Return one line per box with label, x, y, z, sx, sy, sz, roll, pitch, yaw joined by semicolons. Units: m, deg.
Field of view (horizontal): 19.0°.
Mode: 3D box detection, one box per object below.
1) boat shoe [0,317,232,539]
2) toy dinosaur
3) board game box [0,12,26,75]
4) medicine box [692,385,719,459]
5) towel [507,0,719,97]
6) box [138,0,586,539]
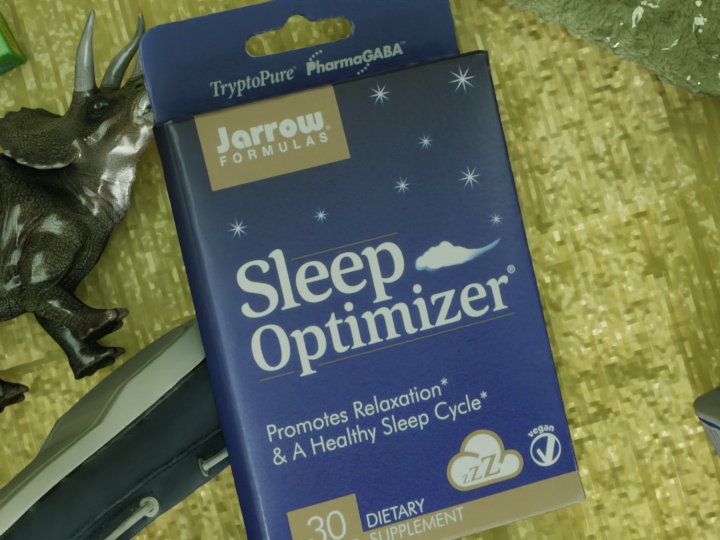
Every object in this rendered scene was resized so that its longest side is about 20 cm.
boat shoe;-0.105;0.097;0.741;0.062;0.075;0.200;51;49;-8
toy dinosaur;-0.145;-0.002;0.783;0.199;0.077;0.103;-26;78;-1
board game box;-0.232;-0.136;0.816;0.134;0.029;0.200;-29;86;4
medicine box;0.196;0.102;0.684;0.103;0.200;0.183;-27;86;3
towel;0.089;-0.155;0.758;0.200;0.036;0.149;27;97;25
box;0.000;0.000;0.760;0.121;0.032;0.201;-14;93;-16
